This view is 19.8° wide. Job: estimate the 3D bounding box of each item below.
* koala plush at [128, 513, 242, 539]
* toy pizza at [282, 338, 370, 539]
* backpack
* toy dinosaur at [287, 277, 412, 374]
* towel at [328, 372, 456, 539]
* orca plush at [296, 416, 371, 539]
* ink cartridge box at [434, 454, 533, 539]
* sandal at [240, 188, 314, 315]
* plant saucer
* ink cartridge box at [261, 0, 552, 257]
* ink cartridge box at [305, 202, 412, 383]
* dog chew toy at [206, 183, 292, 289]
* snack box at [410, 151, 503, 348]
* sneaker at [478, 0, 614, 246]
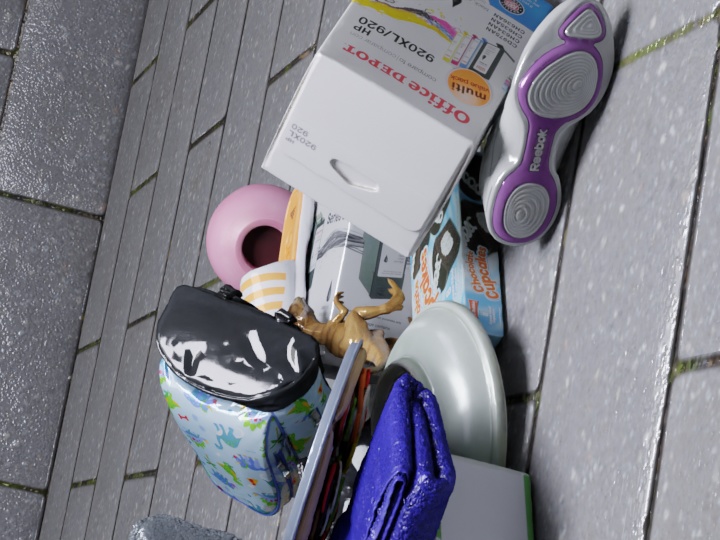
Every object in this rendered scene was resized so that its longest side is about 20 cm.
[{"bbox_3d":[-0.150,0.372,2.074,0.201,0.182,0.179,90,-169,-54],"label":"koala plush"},{"bbox_3d":[-0.023,0.152,1.599,0.200,0.031,0.202,19,-90,-88],"label":"toy pizza"},{"bbox_3d":[-0.092,0.123,1.837,0.155,0.162,0.200,-62,-27,-13],"label":"backpack"},{"bbox_3d":[0.006,0.062,1.776,0.200,0.106,0.061,21,136,60],"label":"toy dinosaur"},{"bbox_3d":[0.008,0.192,1.511,0.148,0.049,0.201,-105,33,-61],"label":"towel"},{"bbox_3d":[-0.016,0.168,1.767,0.201,0.071,0.105,-65,3,-27],"label":"orca plush"},{"bbox_3d":[0.054,0.256,1.541,0.201,0.083,0.146,121,157,-45],"label":"ink cartridge box"},{"bbox_3d":[-0.086,0.008,1.962,0.079,0.059,0.208,123,155,-56],"label":"sandal"},{"bbox_3d":[0.051,0.124,1.640,0.200,0.050,0.202,-178,90,-66],"label":"plant saucer"},{"bbox_3d":[0.040,-0.147,1.674,0.201,0.146,0.145,-59,-2,-44],"label":"ink cartridge box"},{"bbox_3d":[0.000,0.000,1.930,0.146,0.083,0.202,165,118,-73],"label":"ink cartridge box"},{"bbox_3d":[-0.111,-0.041,2.295,0.200,0.123,0.126,-115,41,-78],"label":"dog chew toy"},{"bbox_3d":[0.079,0.009,1.740,0.117,0.037,0.201,118,158,-46],"label":"snack box"},{"bbox_3d":[0.133,-0.125,1.597,0.100,0.074,0.202,-111,37,-61],"label":"sneaker"}]
